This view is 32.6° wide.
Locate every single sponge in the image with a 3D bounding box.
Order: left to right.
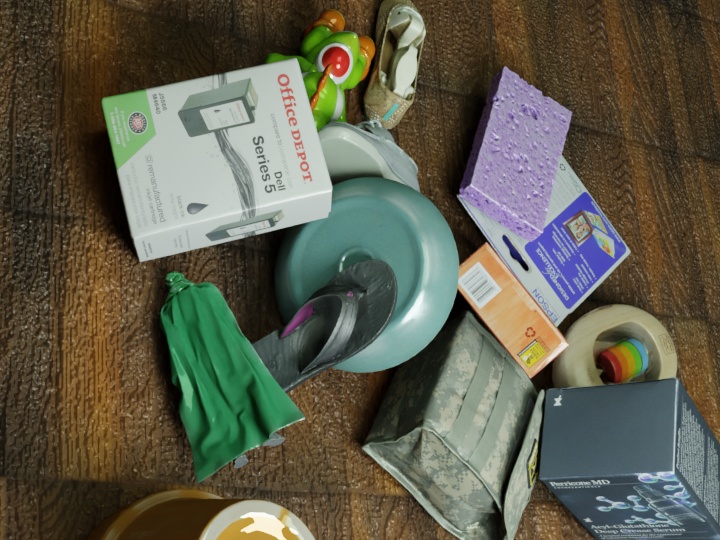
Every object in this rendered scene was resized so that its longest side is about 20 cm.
[{"bbox_3d":[0.188,-0.141,1.482,0.111,0.030,0.202,31,53,-17],"label":"sponge"}]

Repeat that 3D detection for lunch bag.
[{"bbox_3d":[0.121,0.176,1.295,0.200,0.117,0.165,46,47,-20],"label":"lunch bag"}]

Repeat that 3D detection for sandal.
[{"bbox_3d":[-0.044,0.063,1.196,0.200,0.048,0.076,-39,74,-2],"label":"sandal"}]

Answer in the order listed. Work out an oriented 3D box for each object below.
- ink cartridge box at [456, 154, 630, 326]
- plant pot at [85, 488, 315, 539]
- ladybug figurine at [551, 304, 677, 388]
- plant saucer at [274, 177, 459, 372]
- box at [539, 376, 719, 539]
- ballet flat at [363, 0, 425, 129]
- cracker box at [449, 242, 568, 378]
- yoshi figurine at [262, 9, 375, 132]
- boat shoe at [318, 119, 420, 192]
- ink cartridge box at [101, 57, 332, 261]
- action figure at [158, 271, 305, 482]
[{"bbox_3d":[0.217,-0.050,1.502,0.199,0.043,0.199,-37,92,-41],"label":"ink cartridge box"},{"bbox_3d":[-0.125,0.274,1.033,0.198,0.183,0.203,14,63,-29],"label":"plant pot"},{"bbox_3d":[0.299,0.114,1.472,0.198,0.072,0.138,-12,77,-37],"label":"ladybug figurine"},{"bbox_3d":[0.000,0.000,1.246,0.036,0.197,0.203,32,42,-71],"label":"plant saucer"},{"bbox_3d":[0.300,0.212,1.334,0.200,0.147,0.108,47,45,-45],"label":"box"},{"bbox_3d":[0.051,-0.259,1.464,0.070,0.065,0.203,22,59,-25],"label":"ballet flat"},{"bbox_3d":[0.158,0.039,1.330,0.134,0.058,0.200,51,6,4],"label":"cracker box"},{"bbox_3d":[-0.053,-0.193,1.363,0.201,0.111,0.113,-69,152,-48],"label":"yoshi figurine"},{"bbox_3d":[0.008,-0.122,1.338,0.200,0.069,0.073,37,48,-56],"label":"boat shoe"},{"bbox_3d":[-0.138,-0.109,1.203,0.197,0.084,0.148,-14,76,-9],"label":"ink cartridge box"},{"bbox_3d":[-0.140,0.085,1.174,0.117,0.055,0.202,-28,69,2],"label":"action figure"}]
